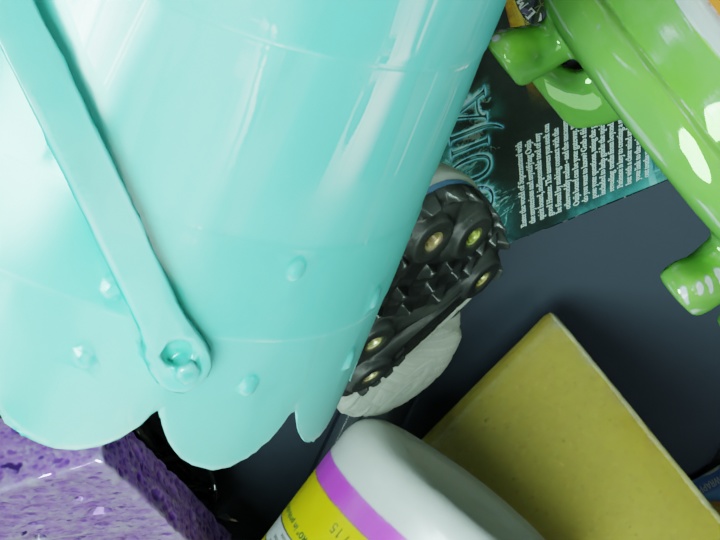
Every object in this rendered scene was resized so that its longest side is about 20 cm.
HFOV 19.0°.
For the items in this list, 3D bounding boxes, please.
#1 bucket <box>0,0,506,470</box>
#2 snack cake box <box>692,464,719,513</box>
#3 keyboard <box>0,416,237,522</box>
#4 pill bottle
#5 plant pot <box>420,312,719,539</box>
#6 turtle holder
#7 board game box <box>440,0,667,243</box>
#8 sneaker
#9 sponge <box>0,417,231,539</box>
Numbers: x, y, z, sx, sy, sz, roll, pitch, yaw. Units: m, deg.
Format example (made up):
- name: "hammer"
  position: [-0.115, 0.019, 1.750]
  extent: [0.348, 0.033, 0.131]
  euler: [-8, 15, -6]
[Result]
- name: "bucket"
  position: [-0.064, -0.066, 0.528]
  extent: [0.206, 0.207, 0.135]
  euler: [8, 119, -38]
- name: "snack cake box"
  position: [0.163, 0.168, 0.999]
  extent: [0.199, 0.115, 0.067]
  euler: [-28, 144, -3]
- name: "keyboard"
  position: [-0.102, 0.084, 0.806]
  extent: [0.103, 0.040, 0.200]
  euler: [-18, 151, 14]
- name: "pill bottle"
  position: [-0.019, 0.159, 0.763]
  extent: [0.200, 0.104, 0.104]
  euler: [-52, 139, 5]
- name: "plant pot"
  position: [0.077, 0.180, 0.866]
  extent: [0.200, 0.195, 0.196]
  euler: [-37, 146, -1]
- name: "turtle holder"
  position: [0.138, -0.055, 0.669]
  extent: [0.132, 0.141, 0.185]
  euler: [-39, 141, 10]
- name: "board game box"
  position: [0.069, -0.092, 0.720]
  extent: [0.134, 0.028, 0.201]
  euler: [-21, 142, -11]
- name: "sneaker"
  position: [0.000, 0.000, 0.690]
  extent: [0.072, 0.073, 0.200]
  euler: [-37, 172, -10]
- name: "sponge"
  position: [-0.108, 0.107, 0.769]
  extent: [0.111, 0.030, 0.200]
  euler: [-18, 151, 8]
